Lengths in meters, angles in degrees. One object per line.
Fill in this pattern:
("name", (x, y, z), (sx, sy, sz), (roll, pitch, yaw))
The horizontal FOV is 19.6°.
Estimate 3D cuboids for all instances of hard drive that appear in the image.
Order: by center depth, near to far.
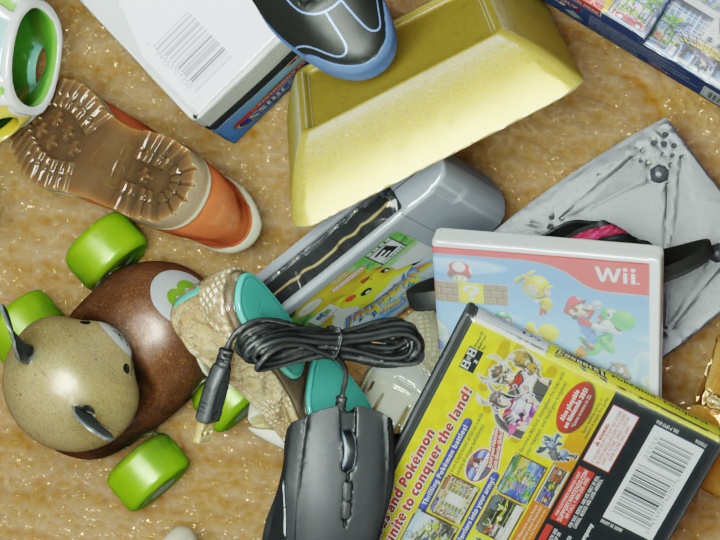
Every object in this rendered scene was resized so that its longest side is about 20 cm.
("hard drive", (0.159, 0.006, 1.395), (0.200, 0.042, 0.135), (-37, 83, 7))

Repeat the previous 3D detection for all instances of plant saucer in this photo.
("plant saucer", (0.032, -0.121, 1.342), (0.200, 0.200, 0.048), (-27, 110, 7))

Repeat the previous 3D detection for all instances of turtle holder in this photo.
("turtle holder", (-0.282, -0.133, 1.413), (0.132, 0.141, 0.186), (7, 63, 21))

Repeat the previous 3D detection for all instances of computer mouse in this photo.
("computer mouse", (-0.038, 0.122, 1.272), (0.140, 0.046, 0.200), (6, 111, -25))

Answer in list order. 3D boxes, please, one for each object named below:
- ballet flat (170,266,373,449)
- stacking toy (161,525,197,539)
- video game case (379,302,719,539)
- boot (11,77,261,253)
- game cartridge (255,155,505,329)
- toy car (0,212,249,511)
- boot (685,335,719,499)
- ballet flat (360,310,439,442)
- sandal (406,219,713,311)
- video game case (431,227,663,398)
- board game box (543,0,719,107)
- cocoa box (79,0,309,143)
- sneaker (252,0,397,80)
("ballet flat", (-0.054, 0.070, 1.321), (0.065, 0.200, 0.071), (-12, 42, 29))
("stacking toy", (-0.071, 0.264, 1.409), (0.200, 0.085, 0.085), (38, 94, 4))
("video game case", (0.105, 0.146, 1.327), (0.181, 0.026, 0.200), (26, 109, 0))
("boot", (-0.156, -0.066, 1.436), (0.200, 0.107, 0.075), (30, 92, 37))
("game cartridge", (0.000, 0.000, 1.374), (0.200, 0.133, 0.040), (-39, 71, 14))
("toy car", (-0.173, 0.060, 1.368), (0.158, 0.200, 0.164), (-43, 82, 6))
("boot", (0.265, 0.151, 1.357), (0.144, 0.071, 0.201), (14, 80, 6))
("ballet flat", (0.014, 0.120, 1.405), (0.067, 0.062, 0.200), (24, 92, 8))
("sandal", (0.125, -0.008, 1.341), (0.200, 0.075, 0.045), (-6, 98, 13))
("video game case", (0.121, 0.064, 1.335), (0.143, 0.017, 0.200), (5, 126, 14))
("board game box", (0.233, -0.230, 1.373), (0.200, 0.062, 0.200), (32, 86, 6))
("cocoa box", (-0.118, -0.205, 1.403), (0.133, 0.131, 0.200), (-44, 82, 2))
("sneaker", (-0.053, -0.202, 1.289), (0.070, 0.078, 0.200), (-41, 82, -1))
